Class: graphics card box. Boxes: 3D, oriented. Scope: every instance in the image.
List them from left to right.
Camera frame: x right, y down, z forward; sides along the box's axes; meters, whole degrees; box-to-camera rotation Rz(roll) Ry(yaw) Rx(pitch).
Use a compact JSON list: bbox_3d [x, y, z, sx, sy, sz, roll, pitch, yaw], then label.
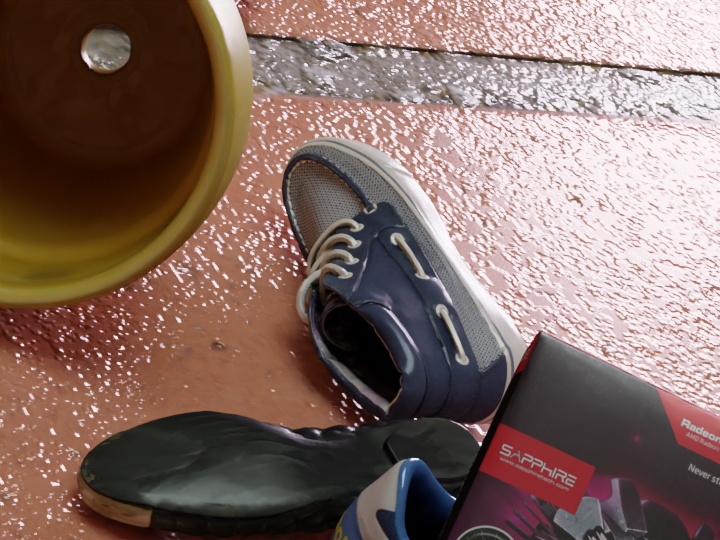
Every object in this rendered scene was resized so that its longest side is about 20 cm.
[{"bbox_3d":[0.087,0.140,1.206,0.125,0.201,0.051,26,-14,1],"label":"graphics card box"}]

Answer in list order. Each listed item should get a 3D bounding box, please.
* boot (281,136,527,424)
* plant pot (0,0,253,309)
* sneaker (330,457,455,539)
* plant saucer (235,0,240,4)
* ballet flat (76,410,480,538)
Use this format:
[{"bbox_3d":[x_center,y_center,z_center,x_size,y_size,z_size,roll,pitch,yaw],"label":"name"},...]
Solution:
[{"bbox_3d":[0.000,0.000,1.472,0.090,0.073,0.200,2,37,-45],"label":"boot"},{"bbox_3d":[-0.143,-0.097,1.420,0.200,0.201,0.189,26,14,2],"label":"plant pot"},{"bbox_3d":[0.072,0.156,1.262,0.199,0.082,0.074,31,27,9],"label":"sneaker"},{"bbox_3d":[-0.147,-0.215,1.757,0.199,0.037,0.200,27,30,3],"label":"plant saucer"},{"bbox_3d":[-0.035,0.101,1.321,0.199,0.057,0.067,1,48,-26],"label":"ballet flat"}]
